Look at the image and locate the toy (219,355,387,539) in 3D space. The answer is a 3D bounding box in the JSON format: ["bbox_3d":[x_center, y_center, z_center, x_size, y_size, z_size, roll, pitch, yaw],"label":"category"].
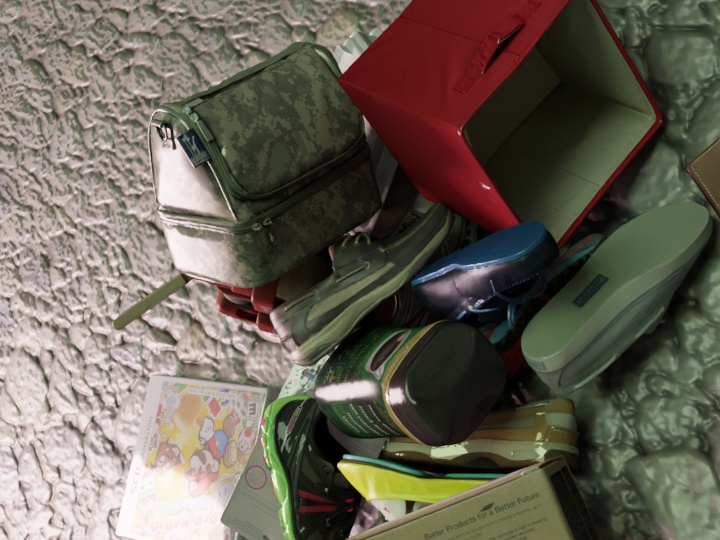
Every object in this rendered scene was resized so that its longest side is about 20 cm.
[{"bbox_3d":[-0.043,0.183,1.517,0.114,0.047,0.202,28,104,14],"label":"toy"}]

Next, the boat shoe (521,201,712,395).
[{"bbox_3d":[0.222,0.025,1.316,0.200,0.072,0.070,-41,40,-8],"label":"boat shoe"}]

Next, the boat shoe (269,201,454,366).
[{"bbox_3d":[0.000,0.000,1.414,0.200,0.073,0.074,-42,1,-7],"label":"boat shoe"}]

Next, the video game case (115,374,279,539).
[{"bbox_3d":[-0.177,0.208,1.668,0.199,0.023,0.184,2,77,44],"label":"video game case"}]

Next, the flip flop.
[{"bbox_3d":[0.049,-0.117,1.546,0.201,0.057,0.081,-53,47,16],"label":"flip flop"}]

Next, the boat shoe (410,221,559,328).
[{"bbox_3d":[0.117,0.008,1.321,0.084,0.069,0.200,-34,5,-20],"label":"boat shoe"}]

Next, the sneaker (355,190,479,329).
[{"bbox_3d":[0.049,-0.005,1.487,0.077,0.082,0.202,20,89,45],"label":"sneaker"}]

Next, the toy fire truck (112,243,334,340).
[{"bbox_3d":[-0.128,0.021,1.533,0.198,0.176,0.130,13,82,2],"label":"toy fire truck"}]

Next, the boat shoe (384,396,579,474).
[{"bbox_3d":[0.109,0.141,1.386,0.198,0.071,0.077,-4,73,36],"label":"boat shoe"}]

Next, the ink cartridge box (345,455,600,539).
[{"bbox_3d":[0.104,0.264,1.280,0.199,0.075,0.166,-24,83,24],"label":"ink cartridge box"}]

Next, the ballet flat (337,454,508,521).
[{"bbox_3d":[0.065,0.203,1.359,0.198,0.067,0.068,4,76,24],"label":"ballet flat"}]

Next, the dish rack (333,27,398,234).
[{"bbox_3d":[-0.007,-0.144,1.554,0.200,0.043,0.173,-117,42,-61],"label":"dish rack"}]

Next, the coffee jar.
[{"bbox_3d":[0.043,0.098,1.363,0.104,0.085,0.200,-49,16,-19],"label":"coffee jar"}]

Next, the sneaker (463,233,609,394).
[{"bbox_3d":[0.143,0.023,1.391,0.200,0.079,0.096,-43,48,24],"label":"sneaker"}]

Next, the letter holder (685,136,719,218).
[{"bbox_3d":[0.368,-0.041,1.184,0.142,0.100,0.201,-43,50,21],"label":"letter holder"}]

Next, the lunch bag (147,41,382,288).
[{"bbox_3d":[-0.091,-0.100,1.399,0.139,0.199,0.169,10,123,44],"label":"lunch bag"}]

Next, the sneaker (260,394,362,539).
[{"bbox_3d":[-0.032,0.213,1.453,0.083,0.077,0.202,-16,94,15],"label":"sneaker"}]

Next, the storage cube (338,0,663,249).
[{"bbox_3d":[0.123,-0.148,1.369,0.171,0.200,0.179,-49,41,-10],"label":"storage cube"}]
